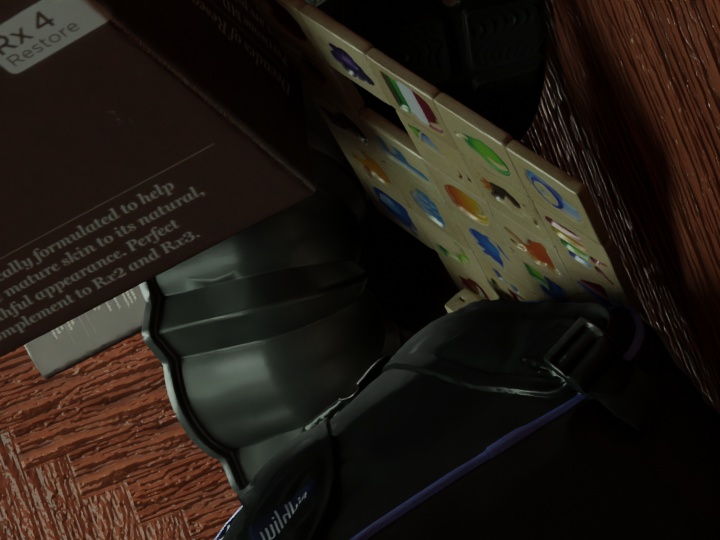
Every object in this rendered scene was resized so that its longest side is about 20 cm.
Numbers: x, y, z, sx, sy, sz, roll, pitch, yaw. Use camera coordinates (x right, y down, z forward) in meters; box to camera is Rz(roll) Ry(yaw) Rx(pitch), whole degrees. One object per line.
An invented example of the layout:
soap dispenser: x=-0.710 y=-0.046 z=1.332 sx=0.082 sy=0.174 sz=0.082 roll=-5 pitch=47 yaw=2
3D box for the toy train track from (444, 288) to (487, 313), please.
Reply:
toy train track: x=0.085 y=0.076 z=1.154 sx=0.115 sy=0.033 sz=0.200 roll=38 pitch=162 yaw=48

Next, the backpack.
backpack: x=0.040 y=0.104 z=0.994 sx=0.147 sy=0.183 sz=0.200 roll=55 pitch=174 yaw=-10

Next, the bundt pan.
bundt pan: x=0.000 y=0.000 z=1.192 sx=0.202 sy=0.076 sz=0.203 roll=17 pitch=-112 yaw=-49

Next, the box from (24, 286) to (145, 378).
box: x=-0.077 y=-0.024 z=1.337 sx=0.200 sy=0.100 sz=0.075 roll=-28 pitch=91 yaw=49

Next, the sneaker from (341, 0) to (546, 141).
sneaker: x=0.021 y=-0.144 z=1.057 sx=0.116 sy=0.075 sz=0.201 roll=-90 pitch=-15 yaw=-53

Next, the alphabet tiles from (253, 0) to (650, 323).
alphabet tiles: x=0.045 y=-0.017 z=1.044 sx=0.167 sy=0.008 sz=0.200 roll=36 pitch=168 yaw=33

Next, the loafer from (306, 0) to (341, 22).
loafer: x=-0.006 y=-0.112 z=1.357 sx=0.072 sy=0.073 sz=0.200 roll=61 pitch=-177 yaw=6

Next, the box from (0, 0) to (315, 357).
box: x=-0.135 y=-0.109 z=1.078 sx=0.164 sy=0.166 sz=0.201 roll=40 pitch=-147 yaw=-45
